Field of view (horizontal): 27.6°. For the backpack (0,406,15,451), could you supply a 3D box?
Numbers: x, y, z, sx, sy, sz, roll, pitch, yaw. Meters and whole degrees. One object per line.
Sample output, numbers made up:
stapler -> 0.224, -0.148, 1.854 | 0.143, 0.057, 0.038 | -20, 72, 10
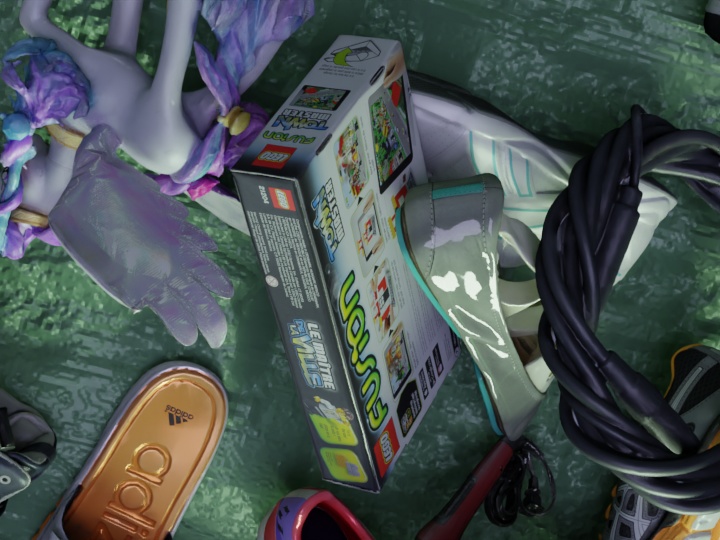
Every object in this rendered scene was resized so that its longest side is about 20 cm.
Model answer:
backpack -> -0.286, 0.038, 0.676 | 0.199, 0.147, 0.184 | -22, 69, 24

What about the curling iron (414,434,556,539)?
curling iron -> 0.045, 0.155, 0.777 | 0.050, 0.026, 0.200 | 53, 50, -5

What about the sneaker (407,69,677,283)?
sneaker -> 0.066, -0.045, 0.765 | 0.199, 0.070, 0.081 | 24, 105, -13

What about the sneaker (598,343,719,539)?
sneaker -> 0.175, 0.129, 0.830 | 0.078, 0.077, 0.201 | 2, 127, -38

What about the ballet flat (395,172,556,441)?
ballet flat -> 0.076, 0.024, 0.747 | 0.063, 0.068, 0.200 | -16, 140, 12

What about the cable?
cable -> 0.153, 0.016, 0.721 | 0.162, 0.051, 0.201 | -12, 81, -25

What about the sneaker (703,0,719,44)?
sneaker -> 0.249, -0.060, 0.780 | 0.199, 0.073, 0.112 | 26, 100, -15

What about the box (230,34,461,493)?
box -> 0.000, 0.000, 0.717 | 0.035, 0.110, 0.201 | 10, 134, 27

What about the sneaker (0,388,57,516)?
sneaker -> -0.214, 0.155, 0.785 | 0.146, 0.077, 0.203 | -23, 106, 3

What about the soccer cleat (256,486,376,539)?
soccer cleat -> 0.012, 0.207, 0.789 | 0.068, 0.073, 0.201 | -29, 80, -23

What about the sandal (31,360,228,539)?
sandal -> -0.135, 0.146, 0.801 | 0.079, 0.059, 0.208 | 23, 102, -12

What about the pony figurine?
pony figurine -> -0.098, -0.068, 0.712 | 0.192, 0.166, 0.201 | 30, 107, 19
